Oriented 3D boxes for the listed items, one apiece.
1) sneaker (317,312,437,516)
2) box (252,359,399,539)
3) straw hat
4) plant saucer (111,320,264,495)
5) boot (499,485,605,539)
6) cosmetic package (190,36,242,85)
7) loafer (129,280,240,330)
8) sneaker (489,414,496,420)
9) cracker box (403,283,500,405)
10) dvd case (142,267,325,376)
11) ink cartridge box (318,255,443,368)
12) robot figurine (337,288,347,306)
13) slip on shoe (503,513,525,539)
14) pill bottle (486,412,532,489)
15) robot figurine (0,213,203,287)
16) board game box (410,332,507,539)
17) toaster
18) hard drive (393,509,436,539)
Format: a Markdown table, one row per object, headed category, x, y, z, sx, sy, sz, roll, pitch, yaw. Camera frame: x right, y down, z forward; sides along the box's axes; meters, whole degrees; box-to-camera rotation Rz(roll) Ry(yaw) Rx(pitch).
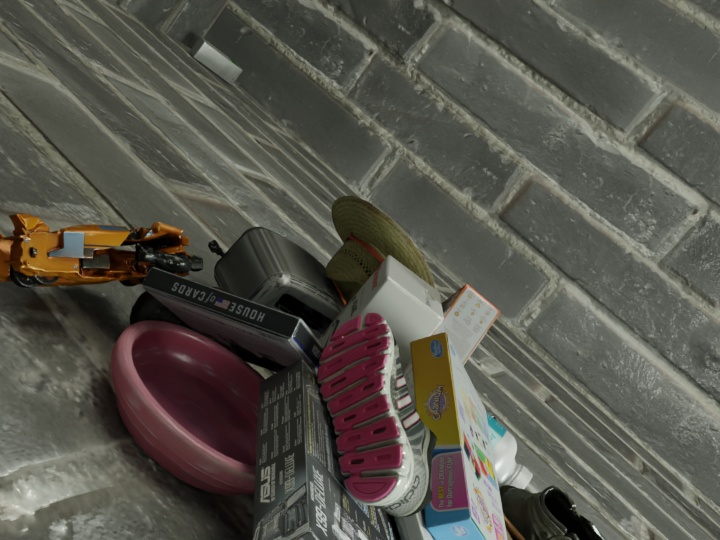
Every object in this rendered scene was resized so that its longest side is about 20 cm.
| category | x | y | z | sx | sy | sz | roll | pitch | yaw |
| --- | --- | --- | --- | --- | --- | --- | --- | --- | --- |
| sneaker | 0.018 | 0.124 | 0.650 | 0.088 | 0.074 | 0.200 | 54 | 15 | -39 |
| box | -0.022 | 0.190 | 0.609 | 0.158 | 0.050 | 0.200 | 56 | 11 | -27 |
| straw hat | 0.000 | 0.000 | 1.019 | 0.201 | 0.085 | 0.201 | 41 | -21 | 19 |
| plant saucer | -0.139 | 0.127 | 0.678 | 0.200 | 0.051 | 0.201 | 37 | 11 | -8 |
| boot | 0.247 | 0.333 | 0.890 | 0.200 | 0.068 | 0.131 | 48 | -24 | -6 |
| cosmetic package | -0.603 | -0.874 | 3.169 | 0.200 | 0.085 | 0.108 | 33 | 13 | -35 |
| loafer | -0.188 | 0.048 | 0.821 | 0.071 | 0.073 | 0.200 | 30 | 4 | 20 |
| sneaker | 0.202 | 0.268 | 1.179 | 0.074 | 0.080 | 0.200 | 43 | 10 | 30 |
| cracker box | 0.073 | 0.122 | 0.913 | 0.058 | 0.200 | 0.134 | 40 | -22 | 1 |
| dvd case | -0.102 | 0.064 | 0.725 | 0.150 | 0.025 | 0.200 | 18 | -19 | 17 |
| ink cartridge box | 0.002 | 0.090 | 0.902 | 0.084 | 0.200 | 0.146 | 38 | 10 | -5 |
| robot figurine | 0.007 | 0.090 | 1.158 | 0.143 | 0.117 | 0.200 | 14 | 18 | -13 |
| slip on shoe | 0.201 | 0.354 | 0.862 | 0.200 | 0.061 | 0.076 | 44 | 11 | 22 |
| pill bottle | 0.129 | 0.227 | 1.009 | 0.200 | 0.111 | 0.111 | 41 | 11 | 12 |
| robot figurine | -0.243 | -0.015 | 0.696 | 0.144 | 0.059 | 0.200 | -5 | -3 | 35 |
| board game box | 0.098 | 0.185 | 0.744 | 0.201 | 0.040 | 0.153 | -92 | 159 | -45 |
| toaster | -0.107 | 0.031 | 1.014 | 0.200 | 0.114 | 0.129 | 37 | 12 | -41 |
| hard drive | 0.052 | 0.215 | 0.708 | 0.132 | 0.026 | 0.201 | 55 | 14 | -57 |
